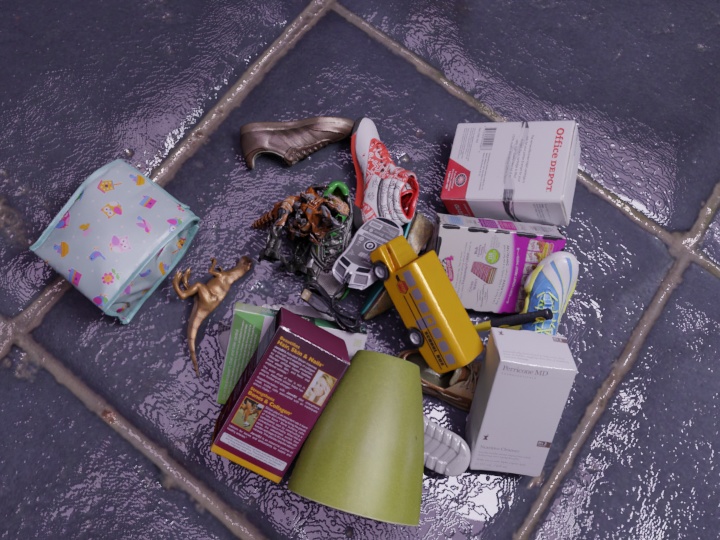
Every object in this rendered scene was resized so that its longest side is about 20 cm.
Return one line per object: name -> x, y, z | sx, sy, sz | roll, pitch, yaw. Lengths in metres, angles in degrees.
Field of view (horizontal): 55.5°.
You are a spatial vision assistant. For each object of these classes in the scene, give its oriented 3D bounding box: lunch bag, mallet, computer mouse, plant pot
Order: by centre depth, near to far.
plant pot -> 0.014, 0.219, 0.937 | 0.184, 0.187, 0.204 | 15, 78, 1
mallet -> 0.184, 0.077, 1.012 | 0.066, 0.198, 0.042 | 36, 50, -29
computer mouse -> 0.000, 0.000, 1.031 | 0.108, 0.044, 0.201 | 26, 58, 24
lunch bag -> -0.366, -0.051, 1.048 | 0.169, 0.122, 0.201 | 36, 78, 9

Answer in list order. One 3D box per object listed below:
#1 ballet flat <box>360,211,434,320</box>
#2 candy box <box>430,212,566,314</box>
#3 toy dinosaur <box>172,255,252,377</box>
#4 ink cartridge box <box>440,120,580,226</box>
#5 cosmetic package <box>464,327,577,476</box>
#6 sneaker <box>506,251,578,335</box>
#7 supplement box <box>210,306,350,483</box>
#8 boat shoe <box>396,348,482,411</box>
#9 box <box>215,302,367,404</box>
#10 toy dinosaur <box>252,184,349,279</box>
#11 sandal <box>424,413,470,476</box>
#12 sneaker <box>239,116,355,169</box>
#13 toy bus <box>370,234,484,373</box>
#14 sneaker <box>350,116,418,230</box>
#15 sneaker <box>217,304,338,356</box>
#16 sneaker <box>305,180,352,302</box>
ballet flat -> 0.069, 0.001, 1.096 | 0.070, 0.071, 0.202 | 25, 71, 4
candy box -> 0.206, -0.008, 1.073 | 0.196, 0.061, 0.139 | 6, 112, -4
toy dinosaur -> -0.241, 0.045, 1.056 | 0.105, 0.061, 0.202 | 30, 72, 4
ink cartridge box -> 0.246, -0.158, 1.107 | 0.197, 0.084, 0.147 | 5, 68, 29
cosmetic package -> 0.222, 0.188, 0.972 | 0.110, 0.203, 0.082 | 6, 32, -1
sneaker -> 0.276, 0.076, 1.012 | 0.074, 0.203, 0.106 | 10, 33, -13
supplement box -> -0.111, 0.169, 0.940 | 0.109, 0.086, 0.202 | 29, 100, -13
boat shoe -> 0.145, 0.166, 1.038 | 0.196, 0.074, 0.077 | 12, 71, 0
box -> -0.100, 0.137, 0.996 | 0.196, 0.036, 0.147 | 12, 103, -13
toy dinosaur -> -0.096, -0.067, 1.058 | 0.101, 0.199, 0.138 | 20, 77, -23
sandal -> 0.074, 0.237, 1.022 | 0.201, 0.050, 0.083 | 35, 97, 21
sneaker -> -0.104, -0.214, 1.161 | 0.196, 0.070, 0.077 | -5, 90, -3
toy bus -> 0.094, 0.044, 0.982 | 0.065, 0.078, 0.203 | -28, 90, -43
sneaker -> 0.043, -0.164, 1.120 | 0.106, 0.067, 0.206 | -10, 73, 35
sneaker -> -0.121, 0.083, 1.050 | 0.197, 0.077, 0.081 | -19, 64, -12
sneaker -> -0.049, -0.047, 1.089 | 0.076, 0.085, 0.204 | 0, 72, -4
